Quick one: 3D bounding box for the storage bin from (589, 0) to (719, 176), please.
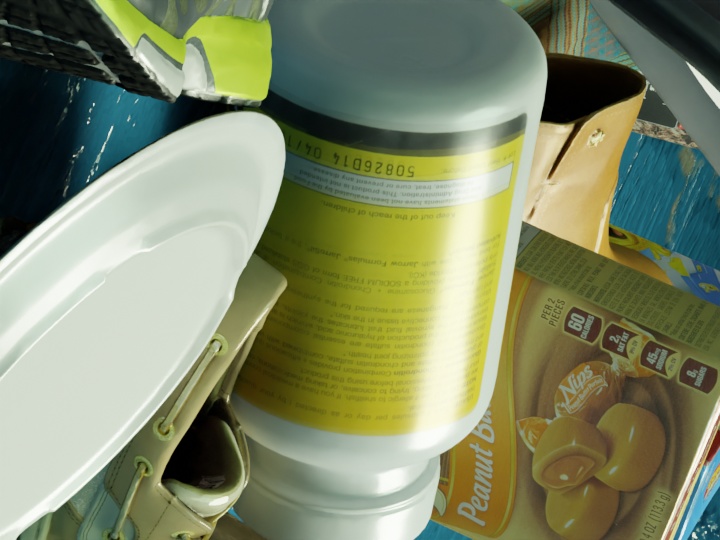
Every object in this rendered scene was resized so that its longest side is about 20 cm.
[{"bbox_3d":[0.199,-0.091,1.152,0.134,0.146,0.200,-43,131,-1],"label":"storage bin"}]

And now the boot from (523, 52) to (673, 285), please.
[{"bbox_3d":[0.092,-0.026,1.206,0.200,0.071,0.144,-4,135,-41],"label":"boot"}]

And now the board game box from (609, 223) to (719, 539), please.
[{"bbox_3d":[0.091,0.036,1.328,0.200,0.195,0.056,-43,155,-61],"label":"board game box"}]

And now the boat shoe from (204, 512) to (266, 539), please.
[{"bbox_3d":[-0.054,0.137,1.070,0.065,0.072,0.200,-63,-159,4],"label":"boat shoe"}]

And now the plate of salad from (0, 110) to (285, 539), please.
[{"bbox_3d":[-0.099,0.024,0.839,0.200,0.048,0.200,-43,165,-14],"label":"plate of salad"}]

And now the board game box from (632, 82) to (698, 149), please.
[{"bbox_3d":[0.203,-0.146,1.412,0.097,0.199,0.160,-74,179,-49],"label":"board game box"}]

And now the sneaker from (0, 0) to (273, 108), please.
[{"bbox_3d":[-0.064,-0.092,0.764,0.200,0.073,0.082,-21,125,-81],"label":"sneaker"}]

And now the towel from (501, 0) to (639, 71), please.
[{"bbox_3d":[0.071,-0.096,1.177,0.199,0.022,0.147,-29,156,-13],"label":"towel"}]

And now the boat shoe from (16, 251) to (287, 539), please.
[{"bbox_3d":[-0.073,0.066,0.992,0.074,0.066,0.201,-54,165,-47],"label":"boat shoe"}]

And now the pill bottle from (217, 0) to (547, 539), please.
[{"bbox_3d":[0.000,0.000,1.024,0.112,0.111,0.201,-47,150,-55],"label":"pill bottle"}]

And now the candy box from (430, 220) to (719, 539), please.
[{"bbox_3d":[0.044,0.039,1.121,0.055,0.199,0.116,-45,156,-64],"label":"candy box"}]
